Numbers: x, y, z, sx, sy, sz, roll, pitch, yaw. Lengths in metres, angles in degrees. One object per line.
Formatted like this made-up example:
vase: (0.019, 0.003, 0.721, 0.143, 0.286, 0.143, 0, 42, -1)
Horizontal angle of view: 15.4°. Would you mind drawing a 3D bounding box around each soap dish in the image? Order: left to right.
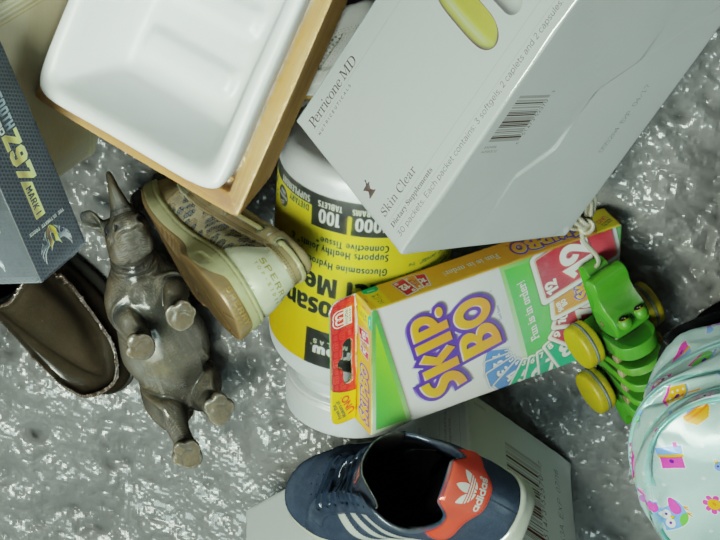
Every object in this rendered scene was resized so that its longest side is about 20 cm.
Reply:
soap dish: (-0.086, -0.156, 1.552, 0.157, 0.081, 0.201, 30, 104, 22)

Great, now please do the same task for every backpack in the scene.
backpack: (0.252, 0.092, 1.498, 0.199, 0.127, 0.168, 0, 111, 14)

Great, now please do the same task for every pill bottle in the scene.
pill bottle: (0.000, 0.000, 1.660, 0.112, 0.113, 0.201, 10, 123, 9)

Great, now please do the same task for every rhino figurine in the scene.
rhino figurine: (-0.136, 0.024, 1.734, 0.059, 0.088, 0.201, -21, 116, -6)

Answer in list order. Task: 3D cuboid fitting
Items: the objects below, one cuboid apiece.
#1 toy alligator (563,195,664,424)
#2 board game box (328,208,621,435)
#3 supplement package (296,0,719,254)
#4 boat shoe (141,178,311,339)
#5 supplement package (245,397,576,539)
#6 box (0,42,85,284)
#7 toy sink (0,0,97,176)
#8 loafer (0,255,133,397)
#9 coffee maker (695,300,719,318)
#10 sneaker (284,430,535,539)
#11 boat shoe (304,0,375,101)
toy alligator: (0.163, 0.034, 1.647, 0.059, 0.054, 0.201, -32, 134, -16)
board game box: (0.071, 0.033, 1.638, 0.199, 0.030, 0.096, -17, 128, -22)
supplement package: (0.090, -0.122, 1.502, 0.111, 0.155, 0.200, 51, 125, 26)
boat shoe: (-0.084, -0.016, 1.647, 0.063, 0.200, 0.074, -32, 119, -6)
supplement package: (0.033, 0.189, 1.750, 0.199, 0.117, 0.117, -30, 134, 29)
box: (-0.274, -0.068, 1.581, 0.199, 0.051, 0.158, -2, 119, 38)
toy sink: (-0.241, -0.156, 1.607, 0.130, 0.112, 0.201, 22, 127, 24)
loafer: (-0.225, 0.013, 1.755, 0.073, 0.071, 0.200, -28, 111, 28)
coffee maker: (0.268, 0.118, 1.637, 0.192, 0.135, 0.200, -33, 101, 13)
sneaker: (0.012, 0.130, 1.647, 0.199, 0.075, 0.084, -3, 155, 45)
boat shoe: (-0.070, -0.137, 1.629, 0.199, 0.071, 0.070, -1, 95, 25)
